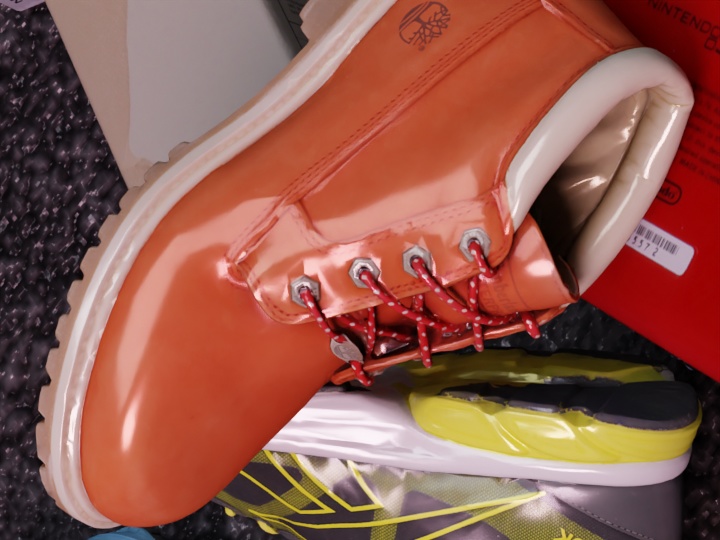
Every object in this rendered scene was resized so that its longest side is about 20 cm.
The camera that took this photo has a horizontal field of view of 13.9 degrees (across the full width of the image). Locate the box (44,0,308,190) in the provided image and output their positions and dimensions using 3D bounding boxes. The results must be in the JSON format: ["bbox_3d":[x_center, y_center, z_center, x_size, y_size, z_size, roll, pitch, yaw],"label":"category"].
[{"bbox_3d":[-0.034,-0.063,0.983,0.078,0.095,0.200,-41,53,23],"label":"box"}]

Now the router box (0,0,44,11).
[{"bbox_3d":[-0.174,-0.212,1.072,0.049,0.200,0.180,-18,64,33],"label":"router box"}]

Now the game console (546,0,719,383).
[{"bbox_3d":[0.139,-0.050,0.814,0.200,0.119,0.173,33,99,48],"label":"game console"}]

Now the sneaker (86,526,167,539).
[{"bbox_3d":[-0.079,0.148,0.914,0.200,0.095,0.080,-148,48,-64],"label":"sneaker"}]

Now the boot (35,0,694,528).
[{"bbox_3d":[0.000,0.000,0.779,0.200,0.075,0.107,-51,52,-2],"label":"boot"}]

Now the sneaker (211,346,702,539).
[{"bbox_3d":[0.001,0.067,0.863,0.199,0.074,0.085,3,104,24],"label":"sneaker"}]
